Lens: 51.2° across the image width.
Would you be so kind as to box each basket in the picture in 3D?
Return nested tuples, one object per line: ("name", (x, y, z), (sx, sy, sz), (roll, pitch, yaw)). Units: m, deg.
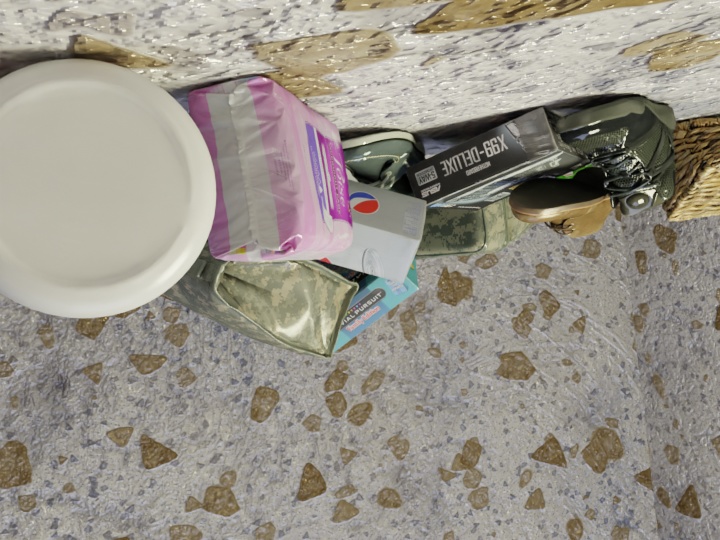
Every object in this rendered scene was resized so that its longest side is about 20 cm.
("basket", (0.492, -0.171, 1.008), (0.200, 0.149, 0.143), (-7, 148, -11))

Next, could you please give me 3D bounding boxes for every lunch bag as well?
("lunch bag", (-0.133, 0.011, 0.851), (0.164, 0.118, 0.200), (14, 171, 44))
("lunch bag", (0.153, -0.092, 1.155), (0.200, 0.140, 0.168), (-5, -179, 43))

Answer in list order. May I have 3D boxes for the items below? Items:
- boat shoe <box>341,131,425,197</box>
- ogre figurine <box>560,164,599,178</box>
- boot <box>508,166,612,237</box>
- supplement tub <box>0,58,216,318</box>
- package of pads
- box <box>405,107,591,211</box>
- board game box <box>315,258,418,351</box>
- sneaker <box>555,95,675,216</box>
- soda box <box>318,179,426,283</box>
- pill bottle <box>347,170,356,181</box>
("boat shoe", (0.029, -0.111, 0.813), (0.073, 0.062, 0.200), (-6, -179, 21))
("ogre figurine", (0.361, -0.143, 1.305), (0.120, 0.098, 0.200), (-19, -165, -13))
("boot", (0.235, -0.066, 0.853), (0.200, 0.076, 0.074), (-14, -143, -42))
("supplement tub", (-0.175, -0.042, 0.481), (0.140, 0.141, 0.200), (-7, -179, -20))
("package of pads", (-0.061, -0.067, 0.582), (0.076, 0.121, 0.200), (-7, 180, 10))
("box", (0.162, -0.118, 0.846), (0.158, 0.050, 0.200), (-21, 174, 25))
("board game box", (0.000, 0.000, 0.972), (0.151, 0.047, 0.200), (-38, -158, 21))
("sneaker", (0.273, -0.116, 0.775), (0.076, 0.114, 0.199), (-9, 177, 41))
("soda box", (-0.038, -0.054, 0.771), (0.200, 0.063, 0.068), (16, 136, -4))
("pill bottle", (-0.074, -0.076, 1.022), (0.111, 0.111, 0.200), (-7, -179, -33))
